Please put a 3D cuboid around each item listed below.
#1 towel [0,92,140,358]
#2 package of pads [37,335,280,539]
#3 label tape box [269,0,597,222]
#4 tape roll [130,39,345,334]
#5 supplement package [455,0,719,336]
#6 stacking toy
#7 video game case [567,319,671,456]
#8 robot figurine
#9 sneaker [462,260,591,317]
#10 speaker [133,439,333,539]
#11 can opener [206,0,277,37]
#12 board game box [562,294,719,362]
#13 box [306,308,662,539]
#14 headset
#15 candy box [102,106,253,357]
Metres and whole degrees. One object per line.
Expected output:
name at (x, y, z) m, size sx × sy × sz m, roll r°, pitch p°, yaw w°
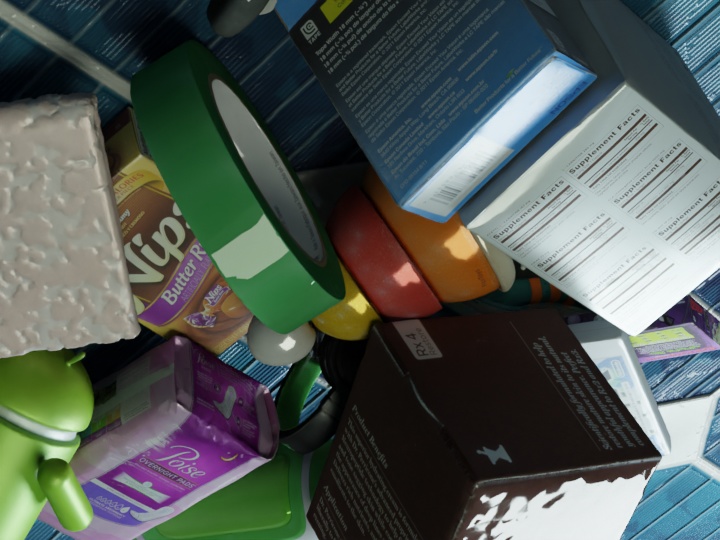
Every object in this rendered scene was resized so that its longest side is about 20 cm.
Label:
towel at (-0.259, -0.025, 1.229) m, size 0.198 × 0.032 × 0.193 m, roll -7°, pitch 122°, yaw 2°
package of pads at (-0.172, 0.139, 1.403) m, size 0.199 × 0.076 × 0.120 m, roll -31°, pitch 137°, yaw 26°
label tape box at (0.041, -0.156, 1.173) m, size 0.144 × 0.201 × 0.063 m, roll -43°, pitch 150°, yaw 22°
tape roll at (-0.080, -0.056, 1.204) m, size 0.048 × 0.201 × 0.201 m, roll -30°, pitch 137°, yaw 9°
supplement package at (0.153, -0.097, 1.267) m, size 0.147 × 0.192 × 0.199 m, roll -42°, pitch 134°, yaw 20°
stacking toy at (0.000, 0.000, 1.313) m, size 0.199 × 0.146 × 0.146 m, roll -34°, pitch 137°, yaw -2°
video game case at (0.145, 0.109, 1.470) m, size 0.180 × 0.022 × 0.200 m, roll -9°, pitch 145°, yaw 17°
robot figurine at (-0.273, 0.127, 1.328) m, size 0.115 × 0.175 × 0.201 m, roll 21°, pitch 101°, yaw -56°
sneaker at (0.147, -0.006, 1.450) m, size 0.199 × 0.072 × 0.080 m, roll 8°, pitch 129°, yaw -40°
speaker at (-0.097, 0.188, 1.477) m, size 0.198 × 0.089 × 0.089 m, roll -10°, pitch 143°, yaw 25°
can opener at (-0.040, -0.238, 1.145) m, size 0.052 × 0.067 × 0.201 m, roll 11°, pitch 123°, yaw -29°
board game box at (0.185, 0.059, 1.469) m, size 0.198 × 0.033 × 0.120 m, roll -11°, pitch 160°, yaw 20°
box at (0.084, 0.160, 1.322) m, size 0.163 × 0.166 × 0.201 m, roll -3°, pitch 131°, yaw -29°
headset at (-0.013, 0.048, 1.410) m, size 0.094 × 0.124 × 0.200 m, roll 36°, pitch 100°, yaw -19°
candy box at (-0.140, -0.020, 1.322) m, size 0.116 × 0.057 × 0.200 m, roll -38°, pitch 134°, yaw 17°
